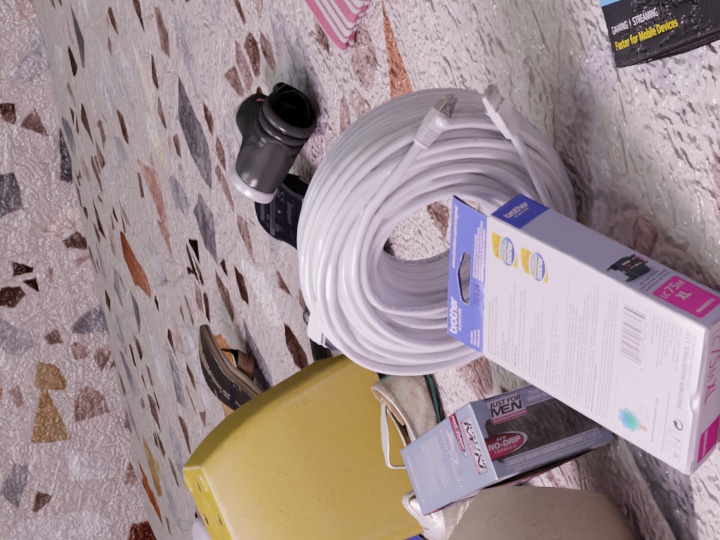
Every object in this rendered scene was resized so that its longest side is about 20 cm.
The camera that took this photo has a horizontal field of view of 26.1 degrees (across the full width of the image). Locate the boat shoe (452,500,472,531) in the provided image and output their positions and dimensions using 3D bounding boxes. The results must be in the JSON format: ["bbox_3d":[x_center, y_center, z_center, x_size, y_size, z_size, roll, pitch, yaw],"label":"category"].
[{"bbox_3d":[0.115,0.266,1.349,0.069,0.074,0.202,-120,28,-53],"label":"boat shoe"}]

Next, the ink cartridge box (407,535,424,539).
[{"bbox_3d":[0.082,0.386,1.595,0.197,0.047,0.202,-157,50,-69],"label":"ink cartridge box"}]

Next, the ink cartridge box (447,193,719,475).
[{"bbox_3d":[0.140,0.031,0.983,0.199,0.042,0.120,28,137,32],"label":"ink cartridge box"}]

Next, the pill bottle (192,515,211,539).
[{"bbox_3d":[-0.083,0.306,1.773,0.113,0.198,0.114,164,90,-73],"label":"pill bottle"}]

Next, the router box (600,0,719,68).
[{"bbox_3d":[0.172,-0.193,0.770,0.200,0.051,0.151,170,86,-73],"label":"router box"}]

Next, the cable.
[{"bbox_3d":[0.050,-0.025,1.056,0.200,0.199,0.069,43,-168,-39],"label":"cable"}]

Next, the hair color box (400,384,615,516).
[{"bbox_3d":[0.107,0.134,1.192,0.200,0.098,0.061,127,125,-69],"label":"hair color box"}]

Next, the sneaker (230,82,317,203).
[{"bbox_3d":[-0.084,-0.156,1.604,0.100,0.070,0.201,-54,18,25],"label":"sneaker"}]

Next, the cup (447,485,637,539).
[{"bbox_3d":[0.130,0.233,1.110,0.200,0.198,0.145,135,140,-71],"label":"cup"}]

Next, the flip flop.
[{"bbox_3d":[-0.162,0.149,2.136,0.200,0.057,0.082,42,143,33],"label":"flip flop"}]

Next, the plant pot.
[{"bbox_3d":[-0.068,0.216,1.604,0.196,0.198,0.195,66,160,0],"label":"plant pot"}]

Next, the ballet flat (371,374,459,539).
[{"bbox_3d":[0.058,0.191,1.461,0.067,0.062,0.202,151,102,-73],"label":"ballet flat"}]

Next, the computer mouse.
[{"bbox_3d":[-0.050,-0.028,1.627,0.199,0.046,0.142,26,123,57],"label":"computer mouse"}]

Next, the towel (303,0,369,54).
[{"bbox_3d":[-0.029,-0.289,1.333,0.147,0.030,0.200,59,161,11],"label":"towel"}]

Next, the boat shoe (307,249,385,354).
[{"bbox_3d":[0.000,0.000,1.473,0.067,0.072,0.202,27,126,20],"label":"boat shoe"}]

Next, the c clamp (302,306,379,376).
[{"bbox_3d":[-0.019,0.095,1.686,0.200,0.027,0.173,35,143,62],"label":"c clamp"}]
